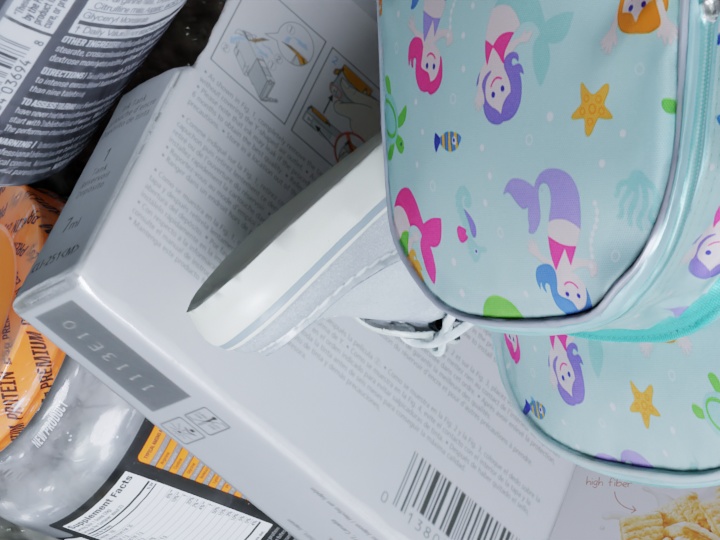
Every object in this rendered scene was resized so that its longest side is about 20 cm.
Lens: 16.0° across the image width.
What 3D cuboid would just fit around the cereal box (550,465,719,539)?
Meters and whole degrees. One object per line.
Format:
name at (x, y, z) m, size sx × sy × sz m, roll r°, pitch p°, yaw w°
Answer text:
cereal box at (0.134, 0.131, 0.925) m, size 0.143 × 0.201 × 0.040 m, roll 4°, pitch 142°, yaw 7°

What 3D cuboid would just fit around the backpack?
backpack at (0.096, -0.038, 0.729) m, size 0.177 × 0.150 × 0.201 m, roll 3°, pitch 100°, yaw 56°

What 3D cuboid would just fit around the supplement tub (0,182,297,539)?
supplement tub at (-0.059, 0.048, 0.913) m, size 0.199 × 0.123 × 0.122 m, roll 25°, pitch 133°, yaw -33°

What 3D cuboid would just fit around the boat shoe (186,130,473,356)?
boat shoe at (0.027, -0.015, 0.818) m, size 0.072 × 0.201 × 0.070 m, roll 55°, pitch 136°, yaw -1°

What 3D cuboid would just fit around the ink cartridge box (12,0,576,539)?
ink cartridge box at (0.000, 0.000, 0.867) m, size 0.200 × 0.174 × 0.043 m, roll 41°, pitch 142°, yaw -23°

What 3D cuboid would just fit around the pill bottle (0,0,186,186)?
pill bottle at (-0.090, -0.127, 0.810) m, size 0.106 × 0.107 × 0.200 m, roll 29°, pitch 129°, yaw -14°
